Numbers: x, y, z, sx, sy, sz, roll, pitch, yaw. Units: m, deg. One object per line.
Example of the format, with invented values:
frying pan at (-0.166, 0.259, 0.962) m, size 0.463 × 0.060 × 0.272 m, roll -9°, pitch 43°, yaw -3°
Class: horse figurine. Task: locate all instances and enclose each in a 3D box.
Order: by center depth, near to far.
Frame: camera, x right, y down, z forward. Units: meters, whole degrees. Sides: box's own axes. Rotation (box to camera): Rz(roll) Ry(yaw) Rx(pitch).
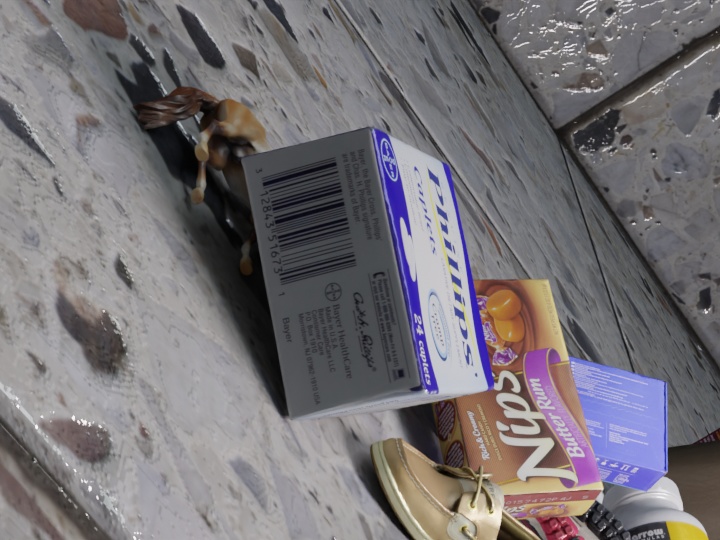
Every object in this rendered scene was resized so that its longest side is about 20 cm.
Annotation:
horse figurine at (-0.086, -0.066, 1.113) m, size 0.201 × 0.049 × 0.133 m, roll 55°, pitch 22°, yaw -24°

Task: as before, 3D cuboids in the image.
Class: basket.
basket at (0.386, 0.263, 1.663) m, size 0.137 × 0.197 × 0.182 m, roll 76°, pitch 16°, yaw -50°

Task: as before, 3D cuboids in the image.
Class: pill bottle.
pill bottle at (0.294, 0.305, 1.459) m, size 0.112 × 0.111 × 0.202 m, roll 45°, pitch 27°, yaw -41°

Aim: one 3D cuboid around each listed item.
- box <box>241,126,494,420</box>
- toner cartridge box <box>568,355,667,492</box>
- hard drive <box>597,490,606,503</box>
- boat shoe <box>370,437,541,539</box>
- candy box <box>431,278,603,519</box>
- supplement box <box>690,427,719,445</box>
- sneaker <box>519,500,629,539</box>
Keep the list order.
box at (0.011, 0.007, 1.086) m, size 0.200 × 0.104 × 0.187 m, roll 10°, pitch 68°, yaw -72°
toner cartridge box at (0.173, 0.124, 1.325) m, size 0.197 × 0.043 × 0.096 m, roll 16°, pitch 53°, yaw -9°
hard drive at (0.236, 0.237, 1.615) m, size 0.132 × 0.026 × 0.201 m, roll 49°, pitch 17°, yaw -32°
boat shoe at (0.079, 0.181, 1.130) m, size 0.200 × 0.066 × 0.074 m, roll 47°, pitch 18°, yaw -38°
candy box at (0.120, 0.106, 1.256) m, size 0.057 × 0.115 × 0.202 m, roll 115°, pitch -30°, yaw -53°
supplement box at (0.421, 0.275, 1.798) m, size 0.111 × 0.199 × 0.086 m, roll 50°, pitch 15°, yaw -25°
sneaker at (0.157, 0.208, 1.343) m, size 0.201 × 0.080 × 0.075 m, roll 53°, pitch -24°, yaw 16°
